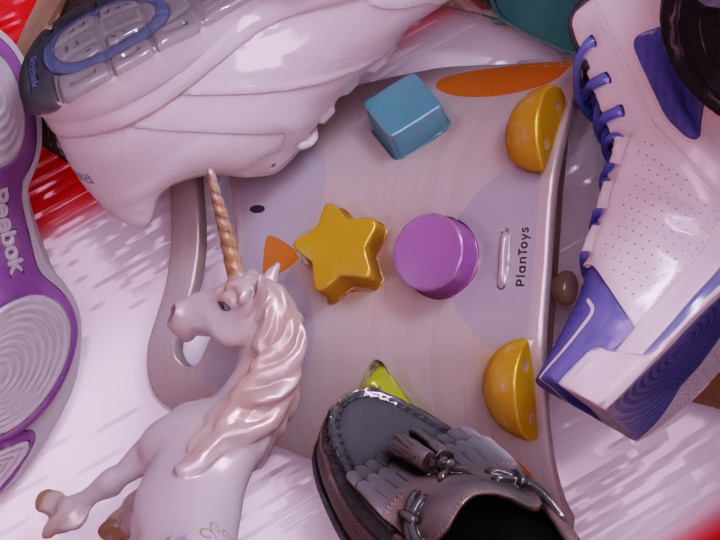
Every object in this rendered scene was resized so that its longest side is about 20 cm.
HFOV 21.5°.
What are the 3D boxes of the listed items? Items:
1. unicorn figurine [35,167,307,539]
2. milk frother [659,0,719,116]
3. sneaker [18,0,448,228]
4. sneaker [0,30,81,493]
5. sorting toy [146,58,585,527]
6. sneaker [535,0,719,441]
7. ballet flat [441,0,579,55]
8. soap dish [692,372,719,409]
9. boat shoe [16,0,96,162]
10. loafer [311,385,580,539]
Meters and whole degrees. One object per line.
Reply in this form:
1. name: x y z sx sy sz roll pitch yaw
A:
1. unicorn figurine: -0.075 0.086 0.735 0.137 0.074 0.201 -31 48 31
2. milk frother: 0.192 -0.173 0.616 0.199 0.181 0.189 -11 48 30
3. sneaker: -0.034 -0.089 0.755 0.199 0.075 0.087 -25 127 -6
4. sneaker: -0.170 -0.005 0.789 0.075 0.099 0.201 -10 102 -42
5. sorting toy: 0.000 0.000 0.785 0.179 0.107 0.201 2 82 19
6. sneaker: 0.116 -0.041 0.726 0.115 0.081 0.200 33 83 25
7. ballet flat: 0.053 -0.144 0.809 0.199 0.076 0.064 16 48 -4
8. soap dish: 0.221 -0.028 0.786 0.156 0.081 0.201 15 83 1
9. boat shoe: -0.082 -0.138 0.798 0.070 0.070 0.201 20 91 22
10. loafer: 0.053 0.100 0.657 0.072 0.063 0.200 -24 51 -26
